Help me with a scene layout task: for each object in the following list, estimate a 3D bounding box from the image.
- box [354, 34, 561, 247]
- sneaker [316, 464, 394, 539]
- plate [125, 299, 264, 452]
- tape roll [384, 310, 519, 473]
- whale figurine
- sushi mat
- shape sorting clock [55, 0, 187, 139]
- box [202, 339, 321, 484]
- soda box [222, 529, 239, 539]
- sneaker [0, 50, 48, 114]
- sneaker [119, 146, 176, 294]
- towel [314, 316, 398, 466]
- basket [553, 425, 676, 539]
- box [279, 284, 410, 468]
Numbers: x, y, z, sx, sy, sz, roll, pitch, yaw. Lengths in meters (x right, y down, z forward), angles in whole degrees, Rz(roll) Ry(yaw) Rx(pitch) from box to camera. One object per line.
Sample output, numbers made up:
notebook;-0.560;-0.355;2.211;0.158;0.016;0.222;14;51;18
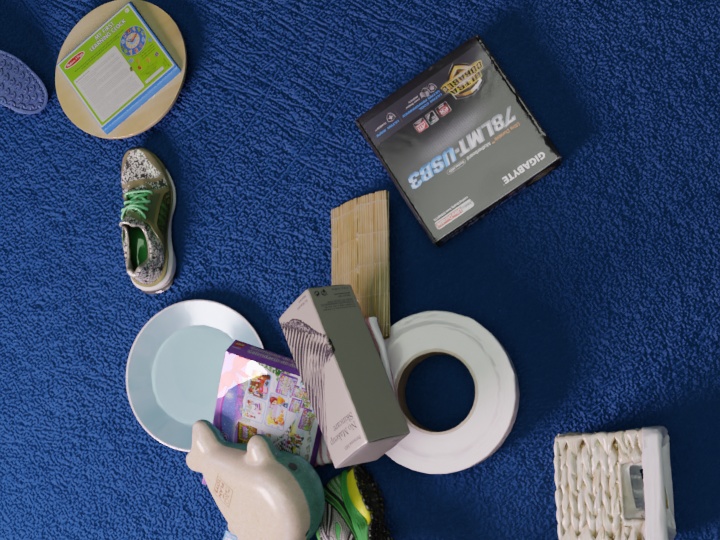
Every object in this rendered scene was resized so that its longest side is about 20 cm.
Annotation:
box;0.126;-0.167;1.558;0.199;0.050;0.199;-33;77;6
sneaker;-0.005;0.340;1.481;0.085;0.078;0.201;-33;41;16
plate;-0.216;0.140;1.597;0.198;0.026;0.202;-1;83;12
tape roll;0.098;0.154;1.509;0.200;0.071;0.205;-1;83;11
whale figurine;-0.127;0.258;1.476;0.199;0.103;0.160;34;126;28
sushi mat;0.000;0.000;1.540;0.095;0.012;0.202;-17;64;38
shape sorting clock;-0.333;-0.280;1.668;0.198;0.039;0.202;-2;83;13
box;-0.118;0.200;1.514;0.136;0.039;0.202;17;115;10
soda box;-0.083;0.389;1.515;0.198;0.068;0.065;19;89;13
sneaker;-0.529;-0.285;1.699;0.199;0.078;0.070;32;87;-8
sneaker;-0.292;-0.073;1.607;0.076;0.089;0.202;-11;80;10
towel;-0.023;0.156;1.492;0.200;0.030;0.148;-31;70;50
basket;0.297;0.251;1.394;0.122;0.200;0.137;-4;81;17
box;-0.021;0.123;1.415;0.082;0.068;0.201;-46;58;44
